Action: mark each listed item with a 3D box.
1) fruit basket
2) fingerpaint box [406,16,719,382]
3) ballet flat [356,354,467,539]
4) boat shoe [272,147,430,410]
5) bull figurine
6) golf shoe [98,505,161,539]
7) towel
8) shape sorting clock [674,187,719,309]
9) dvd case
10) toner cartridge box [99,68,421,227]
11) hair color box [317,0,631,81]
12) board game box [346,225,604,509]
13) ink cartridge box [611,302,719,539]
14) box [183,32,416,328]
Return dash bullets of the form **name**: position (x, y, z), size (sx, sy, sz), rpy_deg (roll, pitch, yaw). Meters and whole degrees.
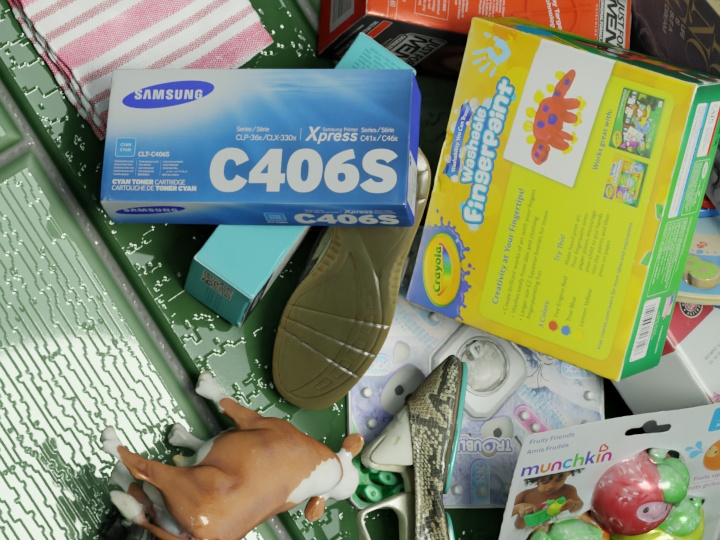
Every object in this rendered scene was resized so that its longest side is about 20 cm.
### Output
- **fruit basket**: position (0.178, 0.176, 1.428), size (0.185, 0.200, 0.094), rpy_deg (-7, 45, -22)
- **fingerpaint box**: position (0.136, -0.051, 1.386), size (0.073, 0.167, 0.201), rpy_deg (-12, 118, -59)
- **ballet flat**: position (0.035, 0.157, 1.417), size (0.075, 0.068, 0.201), rpy_deg (1, 87, -5)
- **boat shoe**: position (-0.001, -0.001, 1.423), size (0.072, 0.066, 0.201), rpy_deg (22, 108, 4)
- **bull figurine**: position (-0.083, 0.128, 1.366), size (0.121, 0.200, 0.065), rpy_deg (29, 112, 19)
- **golf shoe**: position (-0.158, 0.246, 1.349), size (0.088, 0.077, 0.200), rpy_deg (36, 72, -19)
- **towel**: position (-0.167, -0.202, 1.426), size (0.146, 0.030, 0.200), rpy_deg (-36, 96, -22)
- **shape sorting clock**: position (0.245, -0.043, 1.468), size (0.200, 0.200, 0.039), rpy_deg (-24, 128, -22)
- **dvd case**: position (0.233, -0.122, 1.413), size (0.016, 0.149, 0.200), rpy_deg (-17, 47, -15)
- **toner cartridge box**: position (-0.064, -0.080, 1.355), size (0.199, 0.043, 0.095), rpy_deg (0, 71, 8)
- **hair color box**: position (0.080, -0.175, 1.479), size (0.199, 0.101, 0.061), rpy_deg (8, 77, -19)
- **board game box**: position (0.087, 0.068, 1.492), size (0.199, 0.026, 0.201), rpy_deg (2, 82, -21)
- **ink cartridge box**: position (0.268, 0.073, 1.512), size (0.146, 0.083, 0.200), rpy_deg (-39, 98, -38)
- **box**: position (-0.041, -0.061, 1.425), size (0.049, 0.082, 0.200), rpy_deg (35, 72, 1)
